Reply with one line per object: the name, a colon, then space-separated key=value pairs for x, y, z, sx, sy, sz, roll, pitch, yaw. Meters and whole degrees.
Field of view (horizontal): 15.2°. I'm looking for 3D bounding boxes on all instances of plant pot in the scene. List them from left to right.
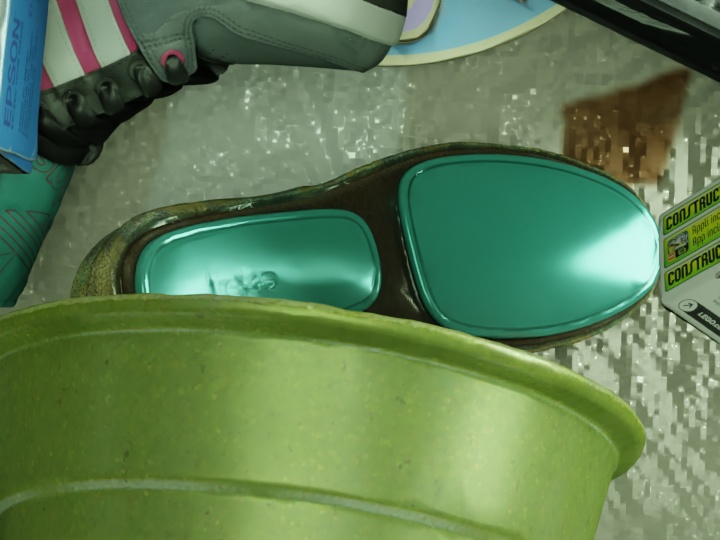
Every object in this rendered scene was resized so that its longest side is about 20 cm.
plant pot: x=-0.026 y=0.127 z=0.752 sx=0.199 sy=0.200 sz=0.191 roll=6 pitch=71 yaw=-1

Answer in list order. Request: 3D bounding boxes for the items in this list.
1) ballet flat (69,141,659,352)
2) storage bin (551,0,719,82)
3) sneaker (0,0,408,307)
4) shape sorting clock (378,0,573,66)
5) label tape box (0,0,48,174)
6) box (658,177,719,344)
ballet flat: x=0.000 y=0.000 z=0.839 sx=0.199 sy=0.071 sz=0.071 roll=-8 pitch=89 yaw=-31
storage bin: x=0.096 y=-0.115 z=0.787 sx=0.199 sy=0.135 sz=0.094 roll=22 pitch=93 yaw=-20
sneaker: x=-0.088 y=-0.047 z=0.824 sx=0.199 sy=0.084 sz=0.122 roll=9 pitch=91 yaw=18
shape sorting clock: x=0.009 y=-0.166 z=0.862 sx=0.199 sy=0.039 sz=0.201 roll=0 pitch=89 yaw=0
label tape box: x=-0.187 y=-0.110 z=0.766 sx=0.199 sy=0.063 sz=0.145 roll=5 pitch=87 yaw=4
box: x=0.193 y=0.020 z=0.788 sx=0.200 sy=0.035 sz=0.110 roll=33 pitch=132 yaw=-31
